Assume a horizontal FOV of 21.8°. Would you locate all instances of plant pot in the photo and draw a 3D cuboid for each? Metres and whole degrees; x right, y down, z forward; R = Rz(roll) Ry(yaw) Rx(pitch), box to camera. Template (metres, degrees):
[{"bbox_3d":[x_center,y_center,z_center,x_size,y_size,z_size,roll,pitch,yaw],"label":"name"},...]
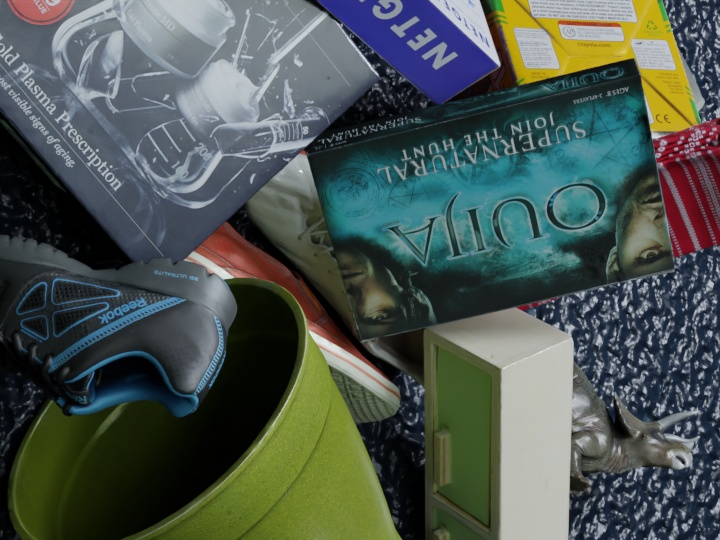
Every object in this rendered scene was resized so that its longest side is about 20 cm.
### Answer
[{"bbox_3d":[-0.068,0.143,1.087,0.201,0.199,0.193,-53,126,-25],"label":"plant pot"}]

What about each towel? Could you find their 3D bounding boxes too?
[{"bbox_3d":[0.149,-0.025,1.186,0.145,0.198,0.023,54,21,-59],"label":"towel"}]

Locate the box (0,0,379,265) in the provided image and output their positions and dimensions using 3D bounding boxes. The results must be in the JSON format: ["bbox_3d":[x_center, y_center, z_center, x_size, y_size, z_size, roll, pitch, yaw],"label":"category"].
[{"bbox_3d":[-0.126,-0.130,1.077,0.182,0.104,0.200,-43,110,-8],"label":"box"}]

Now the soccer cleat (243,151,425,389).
[{"bbox_3d":[0.000,0.000,1.184,0.200,0.069,0.078,43,25,-31],"label":"soccer cleat"}]

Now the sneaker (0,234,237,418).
[{"bbox_3d":[-0.171,0.033,1.025,0.074,0.198,0.083,81,14,-51],"label":"sneaker"}]

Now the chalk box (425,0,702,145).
[{"bbox_3d":[0.119,-0.080,1.228,0.123,0.200,0.125,0,58,-20],"label":"chalk box"}]

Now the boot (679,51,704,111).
[{"bbox_3d":[0.153,-0.172,1.332,0.181,0.072,0.202,-29,108,-31],"label":"boot"}]

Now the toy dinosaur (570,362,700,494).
[{"bbox_3d":[0.131,0.095,1.292,0.199,0.077,0.103,39,51,-3],"label":"toy dinosaur"}]

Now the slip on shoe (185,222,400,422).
[{"bbox_3d":[-0.047,0.031,1.171,0.200,0.074,0.062,38,53,-25],"label":"slip on shoe"}]

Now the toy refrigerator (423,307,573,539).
[{"bbox_3d":[0.085,0.130,1.201,0.070,0.076,0.202,-20,122,-33],"label":"toy refrigerator"}]

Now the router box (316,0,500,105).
[{"bbox_3d":[-0.007,-0.219,1.109,0.200,0.049,0.181,35,31,-46],"label":"router box"}]

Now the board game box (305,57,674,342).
[{"bbox_3d":[0.079,-0.039,1.109,0.198,0.028,0.136,-13,120,6],"label":"board game box"}]
